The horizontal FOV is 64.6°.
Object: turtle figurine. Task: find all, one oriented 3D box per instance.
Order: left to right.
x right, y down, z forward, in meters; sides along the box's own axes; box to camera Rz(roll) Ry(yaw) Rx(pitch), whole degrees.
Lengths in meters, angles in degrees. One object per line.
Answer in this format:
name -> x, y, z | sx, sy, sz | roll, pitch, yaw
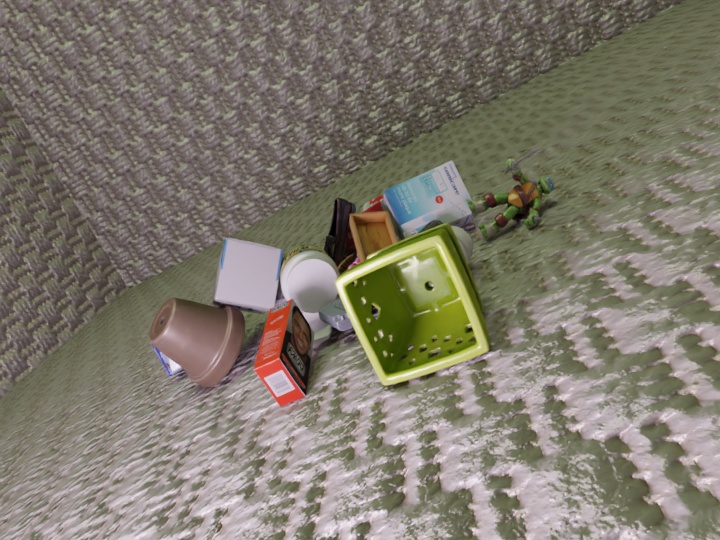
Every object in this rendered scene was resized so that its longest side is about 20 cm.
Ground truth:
turtle figurine -> 0.334, -0.162, 1.248 | 0.191, 0.146, 0.201 | -29, 12, 13

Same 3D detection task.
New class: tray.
tray -> 0.038, -0.062, 1.344 | 0.096, 0.038, 0.203 | -5, 45, -10

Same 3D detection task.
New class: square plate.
square plate -> -0.136, 0.146, 1.323 | 0.194, 0.029, 0.201 | -25, 17, 14

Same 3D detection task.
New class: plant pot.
plant pot -> -0.397, 0.151, 1.353 | 0.198, 0.173, 0.204 | -33, 40, 33
plant pot -> 0.099, 0.042, 0.956 | 0.195, 0.204, 0.182 | -22, 10, 21

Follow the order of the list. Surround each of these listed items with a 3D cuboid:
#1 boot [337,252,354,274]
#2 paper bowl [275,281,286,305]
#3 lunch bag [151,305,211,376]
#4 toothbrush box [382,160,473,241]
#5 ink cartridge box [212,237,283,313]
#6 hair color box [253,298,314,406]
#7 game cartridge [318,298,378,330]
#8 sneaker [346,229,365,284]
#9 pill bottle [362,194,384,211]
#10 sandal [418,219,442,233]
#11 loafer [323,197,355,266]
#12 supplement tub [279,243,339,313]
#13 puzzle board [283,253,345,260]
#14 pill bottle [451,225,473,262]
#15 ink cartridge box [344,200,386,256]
boot -> -0.019, -0.007, 1.517 | 0.106, 0.077, 0.199 | -18, 11, 41
paper bowl -> -0.174, 0.038, 1.574 | 0.197, 0.106, 0.201 | -26, 18, 9
lunch bag -> -0.467, 0.187, 1.599 | 0.167, 0.126, 0.200 | -28, 2, 0
toothbrush box -> 0.172, -0.161, 1.440 | 0.196, 0.150, 0.085 | -23, -13, -6
ink cartridge box -> -0.289, 0.020, 1.439 | 0.142, 0.151, 0.200 | 11, -10, -16
hair color box -> -0.146, 0.157, 1.130 | 0.060, 0.103, 0.202 | -23, 27, 13
game cartridge -> 0.011, 0.070, 1.241 | 0.196, 0.041, 0.133 | -24, 18, -20
sneaker -> 0.000, 0.000, 1.396 | 0.096, 0.077, 0.203 | 120, 171, -53
pill bottle -> 0.114, -0.189, 1.741 | 0.196, 0.114, 0.113 | -22, 17, 24
sandal -> 0.128, -0.037, 1.362 | 0.199, 0.076, 0.045 | -40, -26, 5
loafer -> -0.071, -0.096, 1.531 | 0.071, 0.062, 0.205 | -1, 69, 54
supplement tub -> -0.123, 0.019, 1.373 | 0.142, 0.147, 0.200 | -29, 13, -5
puzzle board -> -0.133, -0.036, 1.690 | 0.196, 0.018, 0.149 | 7, -12, -40
pill bottle -> 0.149, -0.005, 1.146 | 0.109, 0.113, 0.200 | -11, 24, 45
ink cartridge box -> 0.024, -0.115, 1.573 | 0.198, 0.086, 0.173 | -27, -9, 39
